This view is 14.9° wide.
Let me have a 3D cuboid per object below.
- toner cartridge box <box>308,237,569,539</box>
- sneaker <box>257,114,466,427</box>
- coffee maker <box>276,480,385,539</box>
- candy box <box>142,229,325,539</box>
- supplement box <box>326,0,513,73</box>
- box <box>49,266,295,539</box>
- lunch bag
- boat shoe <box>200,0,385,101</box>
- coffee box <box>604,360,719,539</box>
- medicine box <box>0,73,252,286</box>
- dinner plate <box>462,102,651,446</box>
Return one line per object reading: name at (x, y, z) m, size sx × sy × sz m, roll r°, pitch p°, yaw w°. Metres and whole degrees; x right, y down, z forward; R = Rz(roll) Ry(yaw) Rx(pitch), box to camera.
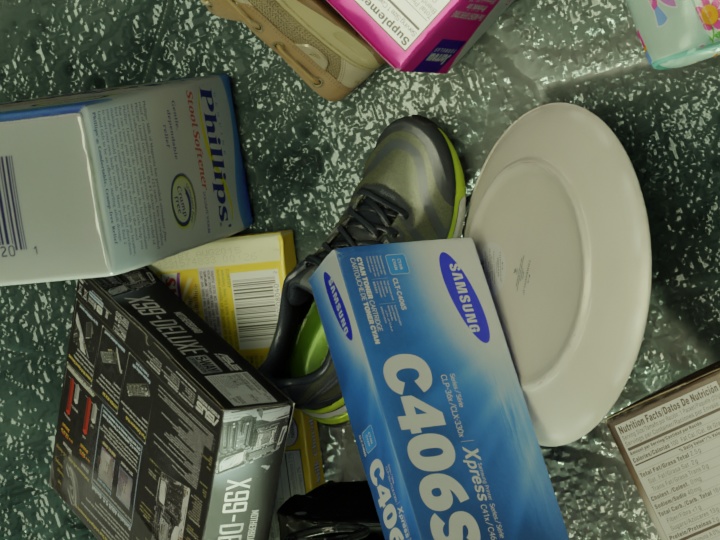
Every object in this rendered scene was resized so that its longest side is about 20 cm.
toner cartridge box at (0.044, 0.080, 1.577) m, size 0.043 × 0.095 × 0.200 m, roll -50°, pitch 51°, yaw 53°
sneaker at (0.000, 0.000, 1.658) m, size 0.074 × 0.081 × 0.200 m, roll 24°, pitch 96°, yaw 29°
coffee maker at (0.003, 0.237, 1.642) m, size 0.135 × 0.192 × 0.200 m, roll 2°, pitch 96°, yaw 36°
candy box at (-0.079, 0.078, 1.745) m, size 0.102 × 0.026 × 0.200 m, roll -4°, pitch 95°, yaw 26°
supplement box at (0.067, -0.219, 1.590) m, size 0.103 × 0.101 × 0.200 m, roll 47°, pitch 106°, yaw 11°
box at (-0.121, 0.108, 1.688) m, size 0.200 × 0.050 × 0.158 m, roll 39°, pitch 126°, yaw 49°
lunch bag at (0.238, -0.179, 1.505) m, size 0.200 × 0.160 × 0.077 m, roll -24°, pitch 93°, yaw 18°
boat shoe at (-0.071, -0.178, 1.655) m, size 0.200 × 0.071 × 0.065 m, roll 41°, pitch 122°, yaw -12°
coffee box at (0.231, 0.151, 1.577) m, size 0.080 × 0.114 × 0.200 m, roll -26°, pitch 86°, yaw 24°
medicine box at (-0.193, -0.053, 1.679) m, size 0.182 × 0.200 × 0.103 m, roll -6°, pitch 98°, yaw 23°
dinner plate at (0.103, 0.002, 1.594) m, size 0.200 × 0.024 × 0.201 m, roll -11°, pitch 78°, yaw 61°
